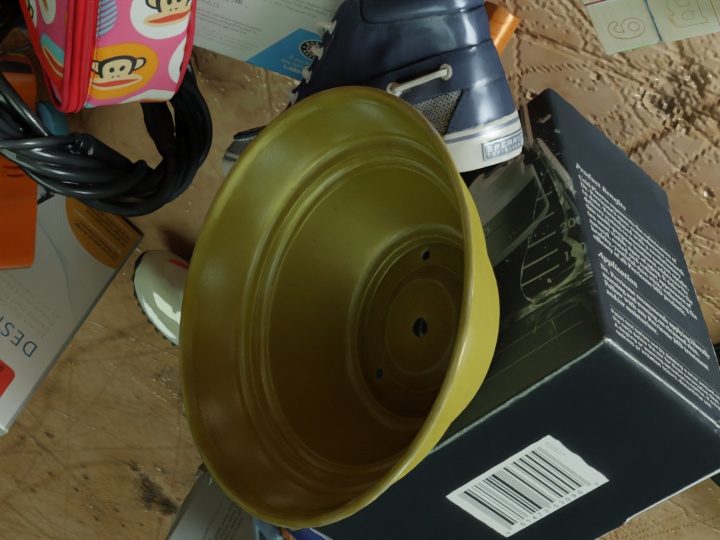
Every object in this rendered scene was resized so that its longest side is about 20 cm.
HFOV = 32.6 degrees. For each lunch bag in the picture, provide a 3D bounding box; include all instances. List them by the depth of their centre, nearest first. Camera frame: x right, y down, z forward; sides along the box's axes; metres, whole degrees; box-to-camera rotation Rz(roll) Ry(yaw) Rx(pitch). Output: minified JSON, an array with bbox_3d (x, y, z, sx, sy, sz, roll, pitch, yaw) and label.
[{"bbox_3d":[-0.141,-0.186,0.629,0.081,0.201,0.177,-11,151,-22],"label":"lunch bag"}]

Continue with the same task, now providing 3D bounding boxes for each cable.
[{"bbox_3d":[-0.164,-0.101,0.721,0.051,0.200,0.164,-29,107,27],"label":"cable"}]

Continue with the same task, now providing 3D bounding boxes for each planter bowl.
[{"bbox_3d":[0.005,0.021,0.583,0.083,0.202,0.200,14,156,-41],"label":"planter bowl"}]

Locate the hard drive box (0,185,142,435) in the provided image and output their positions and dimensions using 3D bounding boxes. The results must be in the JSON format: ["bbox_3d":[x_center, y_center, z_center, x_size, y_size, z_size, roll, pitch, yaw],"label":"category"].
[{"bbox_3d":[-0.279,0.003,0.903,0.156,0.201,0.077,44,139,-21],"label":"hard drive box"}]

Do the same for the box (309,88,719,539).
[{"bbox_3d":[0.079,0.045,0.683,0.124,0.197,0.200,36,122,-28],"label":"box"}]

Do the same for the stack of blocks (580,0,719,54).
[{"bbox_3d":[0.191,-0.150,0.520,0.199,0.115,0.059,-6,131,36],"label":"stack of blocks"}]

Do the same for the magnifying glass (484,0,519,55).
[{"bbox_3d":[0.028,-0.057,0.688,0.022,0.201,0.080,27,-171,-32],"label":"magnifying glass"}]

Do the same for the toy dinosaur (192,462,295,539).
[{"bbox_3d":[-0.071,0.195,0.994,0.181,0.105,0.201,41,155,51],"label":"toy dinosaur"}]

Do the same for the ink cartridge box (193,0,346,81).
[{"bbox_3d":[-0.027,-0.193,0.622,0.115,0.067,0.200,18,142,-10],"label":"ink cartridge box"}]

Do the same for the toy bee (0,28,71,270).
[{"bbox_3d":[-0.244,-0.108,0.849,0.131,0.201,0.109,24,-174,-46],"label":"toy bee"}]

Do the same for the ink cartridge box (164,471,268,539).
[{"bbox_3d":[-0.075,0.268,1.119,0.199,0.145,0.146,27,142,1],"label":"ink cartridge box"}]

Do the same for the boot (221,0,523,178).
[{"bbox_3d":[-0.005,-0.096,0.647,0.199,0.073,0.091,-2,107,41],"label":"boot"}]

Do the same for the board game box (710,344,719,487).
[{"bbox_3d":[0.297,0.123,0.829,0.200,0.028,0.135,43,139,-17],"label":"board game box"}]

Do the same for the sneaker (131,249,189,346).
[{"bbox_3d":[-0.079,0.040,0.945,0.200,0.070,0.093,44,121,-16],"label":"sneaker"}]

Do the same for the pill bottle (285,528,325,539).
[{"bbox_3d":[-0.008,0.151,0.889,0.200,0.116,0.116,46,139,-10],"label":"pill bottle"}]
